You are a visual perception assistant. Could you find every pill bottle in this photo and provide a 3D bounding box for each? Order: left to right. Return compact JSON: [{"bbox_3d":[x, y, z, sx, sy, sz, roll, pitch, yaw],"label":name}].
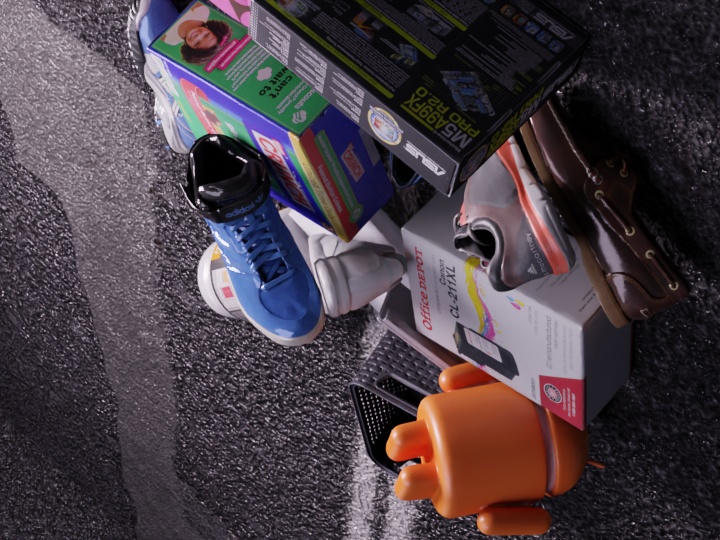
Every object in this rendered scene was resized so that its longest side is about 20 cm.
[{"bbox_3d":[-0.100,-0.002,1.462,0.117,0.116,0.199,54,152,-14],"label":"pill bottle"}]

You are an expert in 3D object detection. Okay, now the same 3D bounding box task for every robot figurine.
[{"bbox_3d":[0.126,0.165,1.228,0.144,0.197,0.118,-114,16,-57],"label":"robot figurine"}]

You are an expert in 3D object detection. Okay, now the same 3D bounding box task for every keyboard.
[{"bbox_3d":[0.100,0.085,1.292,0.199,0.057,0.011,38,131,-15],"label":"keyboard"}]

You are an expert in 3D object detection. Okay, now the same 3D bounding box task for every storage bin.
[{"bbox_3d":[0.076,0.156,1.403,0.134,0.094,0.201,27,153,24],"label":"storage bin"}]

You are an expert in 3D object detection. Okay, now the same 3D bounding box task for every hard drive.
[{"bbox_3d":[0.027,-0.001,1.343,0.200,0.027,0.131,48,155,-17],"label":"hard drive"}]

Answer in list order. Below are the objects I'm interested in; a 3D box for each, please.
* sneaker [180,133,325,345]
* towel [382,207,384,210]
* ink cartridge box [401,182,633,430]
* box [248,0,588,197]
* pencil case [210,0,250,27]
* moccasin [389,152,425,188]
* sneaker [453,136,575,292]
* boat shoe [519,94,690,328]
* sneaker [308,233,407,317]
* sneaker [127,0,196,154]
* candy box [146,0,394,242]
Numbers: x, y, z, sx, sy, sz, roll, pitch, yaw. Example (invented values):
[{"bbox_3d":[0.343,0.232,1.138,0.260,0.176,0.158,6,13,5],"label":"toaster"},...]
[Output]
[{"bbox_3d":[-0.098,-0.032,1.170,0.111,0.076,0.202,71,173,-65],"label":"sneaker"},{"bbox_3d":[-0.058,-0.144,1.313,0.148,0.031,0.201,19,144,48],"label":"towel"},{"bbox_3d":[0.140,0.028,1.179,0.199,0.083,0.147,30,149,32],"label":"ink cartridge box"},{"bbox_3d":[0.042,-0.171,0.968,0.199,0.160,0.044,39,154,14],"label":"box"},{"bbox_3d":[-0.122,-0.286,1.152,0.199,0.090,0.094,37,117,17],"label":"pencil case"},{"bbox_3d":[0.061,-0.136,1.091,0.080,0.068,0.201,34,150,24],"label":"moccasin"},{"bbox_3d":[0.102,-0.054,1.044,0.077,0.081,0.201,58,-173,-31],"label":"sneaker"},{"bbox_3d":[0.187,-0.057,1.020,0.070,0.070,0.202,-25,101,24],"label":"boat shoe"},{"bbox_3d":[0.000,0.000,1.250,0.200,0.087,0.076,-124,18,-78],"label":"sneaker"},{"bbox_3d":[-0.182,-0.210,1.372,0.076,0.076,0.202,5,135,24],"label":"sneaker"},{"bbox_3d":[-0.080,-0.135,1.208,0.199,0.077,0.170,31,161,30],"label":"candy box"}]
